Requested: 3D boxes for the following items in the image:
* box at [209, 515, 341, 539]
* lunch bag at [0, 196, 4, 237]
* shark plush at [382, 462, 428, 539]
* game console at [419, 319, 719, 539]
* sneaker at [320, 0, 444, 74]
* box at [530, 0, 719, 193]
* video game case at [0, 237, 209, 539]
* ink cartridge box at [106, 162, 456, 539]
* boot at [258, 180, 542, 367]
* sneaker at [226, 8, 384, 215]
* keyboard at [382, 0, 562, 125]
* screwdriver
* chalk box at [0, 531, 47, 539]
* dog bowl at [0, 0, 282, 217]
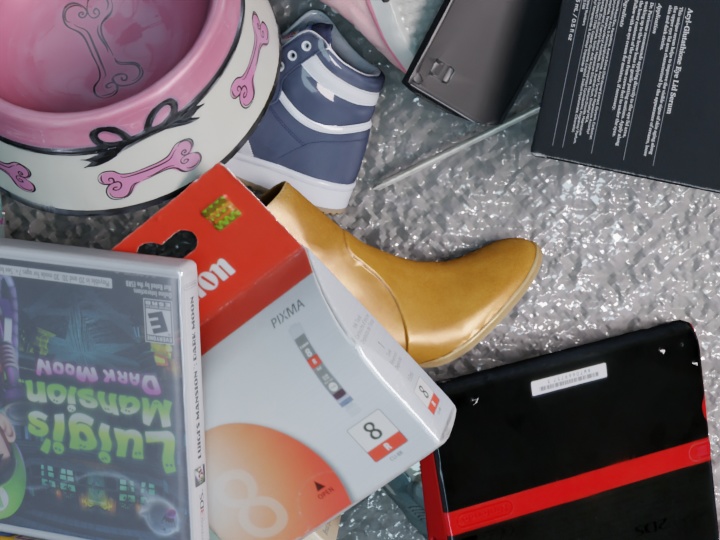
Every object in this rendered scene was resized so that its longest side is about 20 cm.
[{"bbox_3d":[-0.111,0.119,1.425,0.200,0.095,0.078,42,103,-8],"label":"box"},{"bbox_3d":[-0.307,0.015,1.421,0.160,0.077,0.200,5,105,4],"label":"lunch bag"},{"bbox_3d":[0.004,0.118,1.432,0.200,0.091,0.083,24,136,-7],"label":"shark plush"},{"bbox_3d":[0.130,0.134,1.398,0.200,0.031,0.177,-13,101,-25],"label":"game console"},{"bbox_3d":[-0.009,-0.187,1.354,0.200,0.105,0.075,50,61,-34],"label":"sneaker"},{"bbox_3d":[0.192,-0.148,1.292,0.141,0.079,0.200,15,96,36],"label":"box"},{"bbox_3d":[-0.183,0.073,1.340,0.200,0.023,0.182,6,109,24],"label":"video game case"},{"bbox_3d":[-0.068,0.059,1.306,0.162,0.050,0.200,-36,107,30],"label":"ink cartridge box"},{"bbox_3d":[-0.001,0.000,1.368,0.201,0.071,0.144,-38,109,-8],"label":"boot"},{"bbox_3d":[-0.083,-0.117,1.371,0.200,0.070,0.109,21,110,-8],"label":"sneaker"},{"bbox_3d":[0.079,-0.191,1.325,0.127,0.021,0.200,28,91,-34],"label":"keyboard"},{"bbox_3d":[0.098,-0.090,1.385,0.200,0.028,0.029,-30,72,8],"label":"screwdriver"},{"bbox_3d":[-0.212,0.209,1.442,0.200,0.124,0.125,6,104,2],"label":"chalk box"},{"bbox_3d":[-0.150,-0.134,1.311,0.200,0.200,0.074,-5,149,9],"label":"dog bowl"}]
